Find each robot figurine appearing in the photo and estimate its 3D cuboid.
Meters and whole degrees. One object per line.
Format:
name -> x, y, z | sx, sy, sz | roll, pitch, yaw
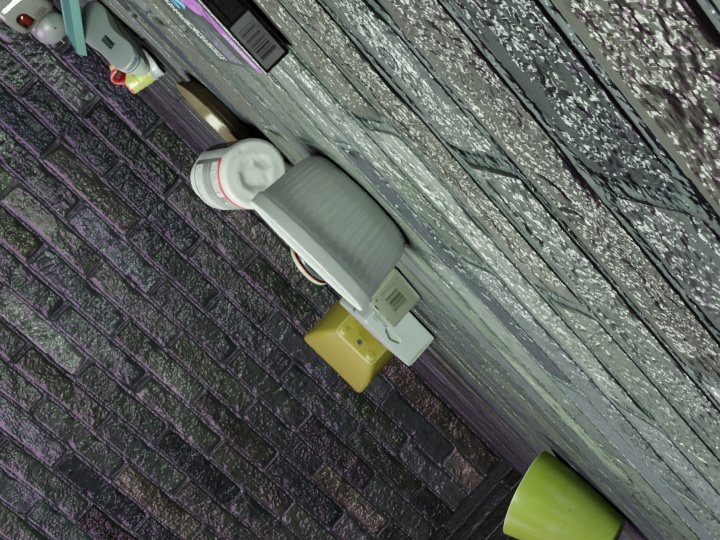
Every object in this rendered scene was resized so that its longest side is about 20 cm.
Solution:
robot figurine -> -1.025, -0.807, 3.277 | 0.200, 0.113, 0.170 | 42, 180, 24

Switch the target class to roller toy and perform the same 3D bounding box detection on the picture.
roller toy -> -0.956, -0.768, 2.833 | 0.200, 0.140, 0.183 | 44, -173, -34

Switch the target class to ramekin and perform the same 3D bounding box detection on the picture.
ramekin -> -0.034, -0.054, 1.295 | 0.200, 0.105, 0.200 | 44, 176, 4

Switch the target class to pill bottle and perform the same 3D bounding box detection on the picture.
pill bottle -> -0.207, -0.154, 1.652 | 0.111, 0.111, 0.200 | 45, 162, -23

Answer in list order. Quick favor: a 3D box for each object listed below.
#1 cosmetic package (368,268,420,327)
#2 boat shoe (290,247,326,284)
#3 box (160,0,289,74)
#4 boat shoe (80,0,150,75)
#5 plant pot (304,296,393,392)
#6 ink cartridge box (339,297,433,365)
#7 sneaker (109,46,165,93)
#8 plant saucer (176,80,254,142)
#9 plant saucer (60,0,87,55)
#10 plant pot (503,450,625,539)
cosmetic package -> 0.000, 0.000, 1.711 | 0.200, 0.073, 0.104 | 41, 175, 41
boat shoe -> -0.031, -0.016, 1.541 | 0.200, 0.062, 0.072 | 16, -130, -55
box -> -0.149, -0.250, 0.942 | 0.143, 0.036, 0.200 | 46, 177, -24
boat shoe -> -0.460, -0.434, 1.910 | 0.200, 0.072, 0.066 | 43, -169, 30
plant pot -> 0.007, 0.148, 2.365 | 0.194, 0.196, 0.200 | 44, 169, 0
ink cartridge box -> 0.054, 0.103, 2.134 | 0.145, 0.083, 0.200 | 46, 175, -18
sneaker -> -0.467, -0.413, 1.999 | 0.200, 0.090, 0.078 | 42, 177, 43
plant saucer -> -0.238, -0.258, 1.757 | 0.200, 0.029, 0.200 | 44, 176, 4
plant saucer -> -0.533, -0.480, 1.863 | 0.070, 0.019, 0.200 | 57, 157, 20
plant pot -> 0.418, 0.491, 2.029 | 0.199, 0.188, 0.187 | 25, 168, 25
